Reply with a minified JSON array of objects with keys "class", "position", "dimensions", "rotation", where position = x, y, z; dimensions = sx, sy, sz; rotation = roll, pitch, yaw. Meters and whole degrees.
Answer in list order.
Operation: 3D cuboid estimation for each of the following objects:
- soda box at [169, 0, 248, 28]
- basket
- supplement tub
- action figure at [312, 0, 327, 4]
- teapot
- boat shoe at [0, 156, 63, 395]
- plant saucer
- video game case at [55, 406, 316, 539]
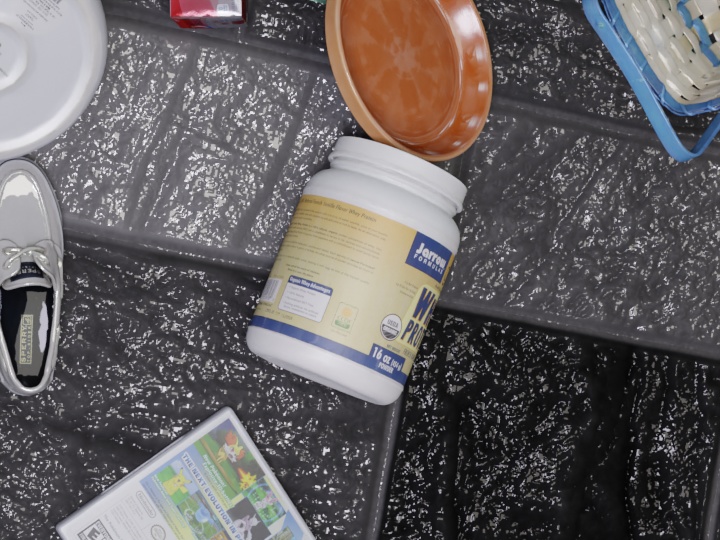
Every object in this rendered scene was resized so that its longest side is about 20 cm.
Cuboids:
[{"class":"soda box","position":[-0.129,-0.310,1.517],"dimensions":[0.063,0.070,0.201],"rotation":[-1,90,2]},{"class":"basket","position":[0.294,-0.211,1.615],"dimensions":[0.200,0.139,0.177],"rotation":[-40,103,-45]},{"class":"supplement tub","position":[0.000,0.000,1.528],"dimensions":[0.144,0.144,0.201],"rotation":[24,83,-17]},{"class":"action figure","position":[-0.027,-0.338,1.568],"dimensions":[0.118,0.055,0.201],"rotation":[13,82,-15]},{"class":"teapot","position":[-0.292,-0.188,1.332],"dimensions":[0.197,0.146,0.201],"rotation":[-6,121,-20]},{"class":"boat shoe","position":[-0.280,0.004,1.477],"dimensions":[0.072,0.066,0.201],"rotation":[2,90,-18]},{"class":"plant saucer","position":[0.040,-0.191,1.561],"dimensions":[0.200,0.032,0.201],"rotation":[14,70,-43]},{"class":"video game case","position":[-0.136,0.251,1.549],"dimensions":[0.182,0.022,0.200],"rotation":[-34,100,-15]}]
